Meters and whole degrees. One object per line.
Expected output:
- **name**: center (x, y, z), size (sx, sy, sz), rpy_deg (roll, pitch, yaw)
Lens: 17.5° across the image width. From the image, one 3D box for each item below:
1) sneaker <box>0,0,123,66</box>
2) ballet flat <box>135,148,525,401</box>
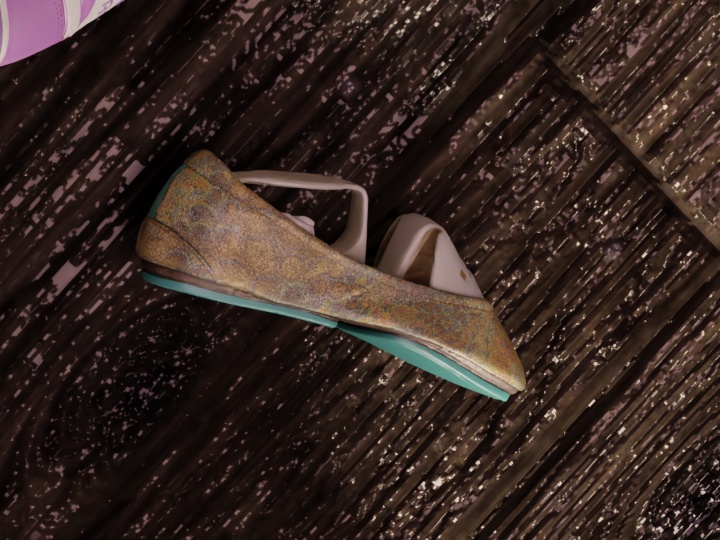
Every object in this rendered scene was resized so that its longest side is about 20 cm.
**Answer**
- **sneaker**: center (-0.127, -0.178, 0.816), size (0.114, 0.072, 0.202), rpy_deg (-27, 122, -34)
- **ballet flat**: center (0.000, 0.000, 0.965), size (0.199, 0.071, 0.071), rpy_deg (20, 104, -33)
